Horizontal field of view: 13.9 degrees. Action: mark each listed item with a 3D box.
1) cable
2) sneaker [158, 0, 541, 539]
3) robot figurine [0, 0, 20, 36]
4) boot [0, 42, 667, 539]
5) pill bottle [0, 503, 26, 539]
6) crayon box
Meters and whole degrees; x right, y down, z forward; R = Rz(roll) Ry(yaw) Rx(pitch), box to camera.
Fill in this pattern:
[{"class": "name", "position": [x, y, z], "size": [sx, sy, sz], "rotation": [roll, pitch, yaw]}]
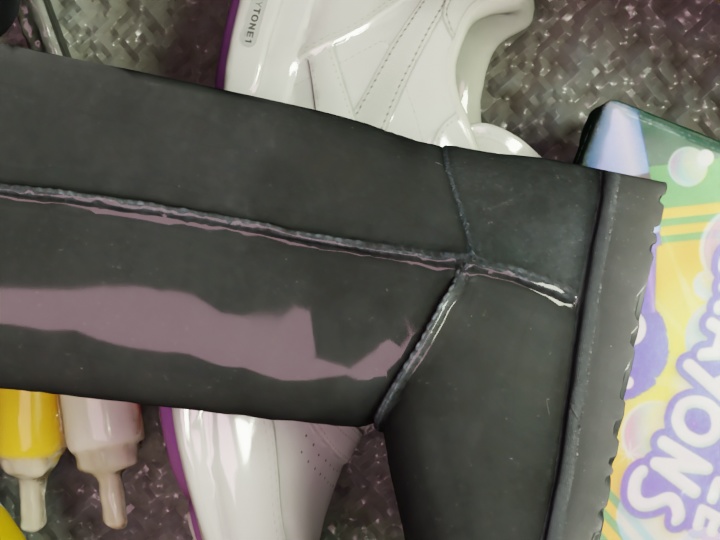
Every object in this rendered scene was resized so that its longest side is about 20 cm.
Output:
[{"class": "cable", "position": [-0.084, -0.026, 0.878], "size": [0.097, 0.050, 0.200], "rotation": [-17, 96, 9]}, {"class": "sneaker", "position": [0.000, 0.000, 0.830], "size": [0.099, 0.075, 0.200], "rotation": [7, 79, 13]}, {"class": "robot figurine", "position": [-0.134, -0.160, 0.795], "size": [0.125, 0.150, 0.200], "rotation": [-44, 74, 26]}, {"class": "boot", "position": [-0.035, 0.031, 0.757], "size": [0.200, 0.066, 0.165], "rotation": [12, 68, 2]}, {"class": "pill bottle", "position": [-0.129, 0.132, 0.857], "size": [0.112, 0.112, 0.200], "rotation": [-41, 71, 12]}, {"class": "crayon box", "position": [0.136, 0.047, 0.817], "size": [0.200, 0.052, 0.126], "rotation": [21, 90, 0]}]
